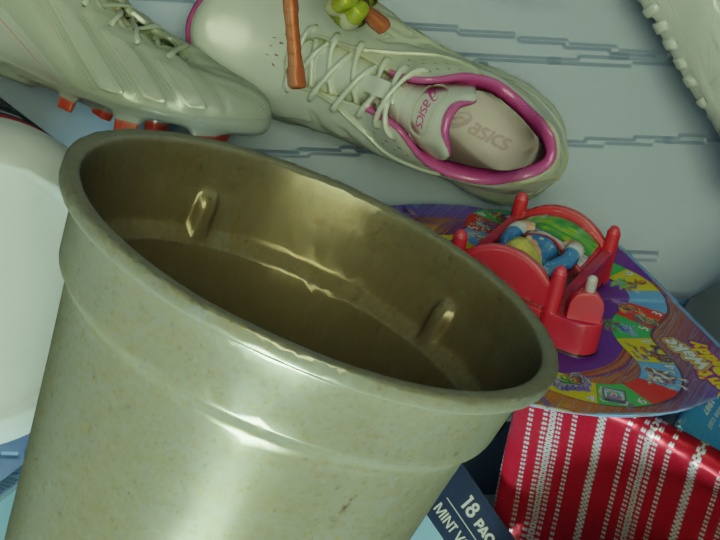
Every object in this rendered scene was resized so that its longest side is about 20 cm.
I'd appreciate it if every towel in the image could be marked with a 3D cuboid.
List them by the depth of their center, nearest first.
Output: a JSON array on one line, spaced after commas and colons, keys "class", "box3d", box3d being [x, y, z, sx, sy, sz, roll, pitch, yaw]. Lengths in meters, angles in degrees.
[{"class": "towel", "box3d": [0.150, 0.126, 0.902, 0.199, 0.145, 0.023, 27, 56, 15]}]

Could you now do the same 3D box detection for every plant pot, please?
[{"class": "plant pot", "box3d": [-0.052, 0.073, 0.784, 0.200, 0.201, 0.184, 23, 108, -7]}]

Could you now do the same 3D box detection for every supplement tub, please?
[{"class": "supplement tub", "box3d": [-0.191, -0.014, 0.893, 0.140, 0.200, 0.141, -6, 107, -21]}]

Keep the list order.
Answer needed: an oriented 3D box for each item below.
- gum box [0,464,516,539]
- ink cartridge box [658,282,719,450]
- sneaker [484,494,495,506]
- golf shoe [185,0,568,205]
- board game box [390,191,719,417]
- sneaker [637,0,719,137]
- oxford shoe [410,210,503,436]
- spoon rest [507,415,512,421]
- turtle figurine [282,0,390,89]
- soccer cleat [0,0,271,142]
[{"class": "gum box", "box3d": [-0.053, 0.119, 0.911, 0.200, 0.045, 0.170, -38, 100, -17]}, {"class": "ink cartridge box", "box3d": [0.221, 0.113, 0.982, 0.200, 0.084, 0.145, 47, 50, -7]}, {"class": "sneaker", "box3d": [0.021, 0.139, 1.002, 0.199, 0.079, 0.074, 6, 97, -4]}, {"class": "golf shoe", "box3d": [0.012, -0.090, 0.974, 0.199, 0.092, 0.076, 20, 95, -5]}, {"class": "board game box", "box3d": [0.082, -0.002, 0.914, 0.157, 0.200, 0.039, 1, 117, -24]}, {"class": "sneaker", "box3d": [0.178, -0.124, 1.003, 0.080, 0.076, 0.201, -7, 95, 13]}, {"class": "oxford shoe", "box3d": [0.000, 0.000, 1.000, 0.200, 0.073, 0.085, 34, 54, 4]}, {"class": "spoon rest", "box3d": [0.142, 0.109, 1.011, 0.199, 0.061, 0.100, 29, 59, -5]}, {"class": "turtle figurine", "box3d": [0.018, -0.165, 0.973, 0.160, 0.064, 0.201, 2, 62, -11]}, {"class": "soccer cleat", "box3d": [-0.132, -0.115, 0.958, 0.199, 0.069, 0.078, 19, 97, 7]}]
